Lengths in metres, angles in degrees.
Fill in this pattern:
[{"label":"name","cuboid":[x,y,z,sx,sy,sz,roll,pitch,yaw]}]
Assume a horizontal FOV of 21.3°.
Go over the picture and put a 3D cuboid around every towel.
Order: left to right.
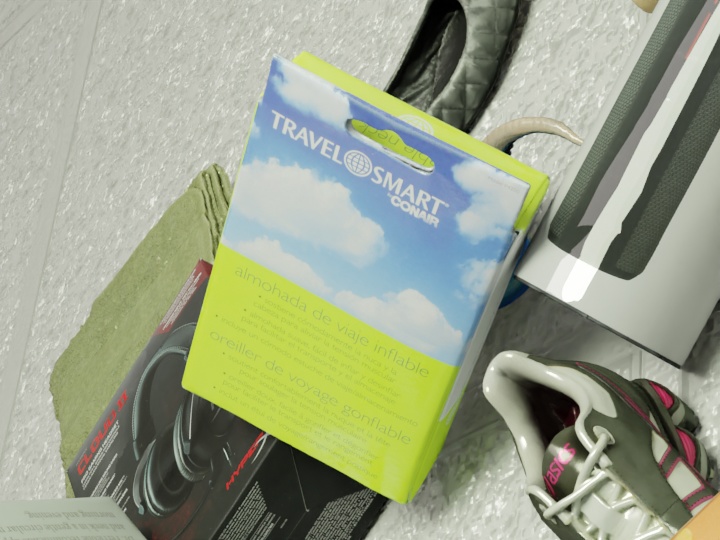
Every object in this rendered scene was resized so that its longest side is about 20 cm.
[{"label":"towel","cuboid":[-0.126,0.043,1.174,0.200,0.036,0.149,-51,31,21]}]

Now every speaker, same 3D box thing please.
[{"label":"speaker","cuboid":[0.143,-0.067,0.774,0.201,0.081,0.081,-61,28,2]}]

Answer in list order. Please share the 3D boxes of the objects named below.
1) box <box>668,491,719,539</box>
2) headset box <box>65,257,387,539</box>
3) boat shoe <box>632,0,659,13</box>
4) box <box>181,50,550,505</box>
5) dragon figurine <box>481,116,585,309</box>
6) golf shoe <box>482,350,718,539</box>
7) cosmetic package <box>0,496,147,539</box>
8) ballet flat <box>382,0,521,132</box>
[{"label":"box","cuboid":[0.128,0.146,0.543,0.200,0.097,0.124,-45,39,4]},{"label":"headset box","cuboid":[-0.075,0.101,0.999,0.149,0.077,0.200,-56,31,14]},{"label":"boat shoe","cuboid":[0.112,-0.186,0.929,0.069,0.074,0.200,-49,32,13]},{"label":"box","cuboid":[0.000,0.000,0.819,0.048,0.121,0.201,-54,-12,-46]},{"label":"dragon figurine","cuboid":[0.047,-0.019,0.885,0.200,0.099,0.059,-37,50,35]},{"label":"golf shoe","cuboid":[0.103,0.101,0.694,0.077,0.088,0.200,-54,31,13]},{"label":"cosmetic package","cuboid":[-0.141,0.226,0.834,0.200,0.164,0.166,44,108,28]},{"label":"ballet flat","cuboid":[0.027,-0.092,1.010,0.201,0.057,0.066,-61,29,4]}]
